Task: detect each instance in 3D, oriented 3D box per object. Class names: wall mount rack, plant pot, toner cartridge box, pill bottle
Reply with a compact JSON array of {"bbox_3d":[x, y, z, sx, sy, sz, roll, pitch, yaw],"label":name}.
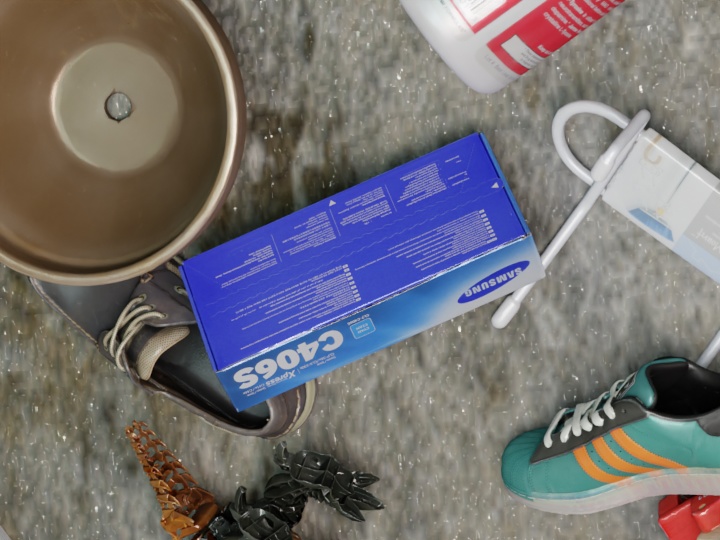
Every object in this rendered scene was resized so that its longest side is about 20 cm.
[{"bbox_3d":[0.171,0.000,1.595,0.200,0.075,0.174,37,142,7],"label":"wall mount rack"},{"bbox_3d":[-0.158,-0.096,1.641,0.200,0.093,0.202,2,99,13],"label":"plant pot"},{"bbox_3d":[0.000,0.000,1.596,0.199,0.043,0.095,-23,48,2],"label":"toner cartridge box"},{"bbox_3d":[0.120,-0.200,1.554,0.200,0.112,0.112,-35,89,14],"label":"pill bottle"}]

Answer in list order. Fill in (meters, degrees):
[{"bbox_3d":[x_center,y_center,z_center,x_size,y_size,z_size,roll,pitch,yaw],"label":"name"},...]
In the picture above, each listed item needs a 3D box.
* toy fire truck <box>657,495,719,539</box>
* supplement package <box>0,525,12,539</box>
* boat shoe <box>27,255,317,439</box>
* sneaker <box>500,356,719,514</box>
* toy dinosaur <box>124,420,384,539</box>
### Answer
[{"bbox_3d":[0.222,0.153,1.561,0.200,0.141,0.049,-32,103,15],"label":"toy fire truck"},{"bbox_3d":[-0.342,0.208,1.669,0.191,0.200,0.147,-40,88,14],"label":"supplement package"},{"bbox_3d":[-0.118,0.036,1.660,0.200,0.073,0.075,28,103,7],"label":"boat shoe"},{"bbox_3d":[0.162,0.088,1.580,0.199,0.071,0.080,-10,117,34],"label":"sneaker"},{"bbox_3d":[-0.067,0.173,1.650,0.200,0.102,0.136,28,143,-20],"label":"toy dinosaur"}]
